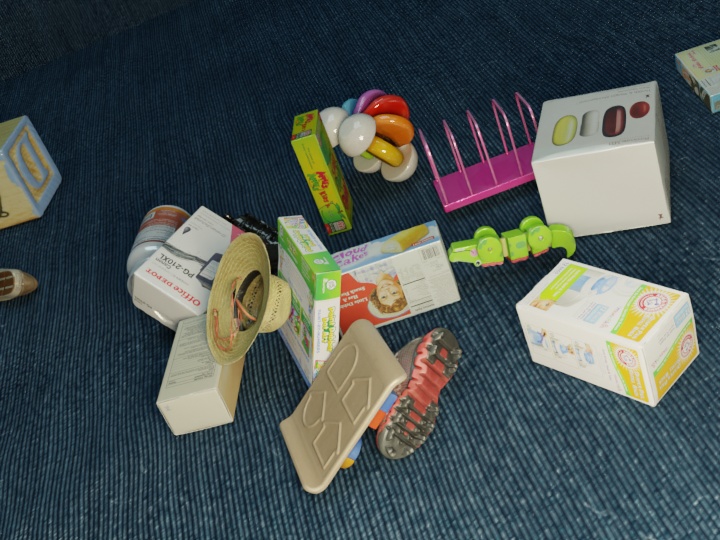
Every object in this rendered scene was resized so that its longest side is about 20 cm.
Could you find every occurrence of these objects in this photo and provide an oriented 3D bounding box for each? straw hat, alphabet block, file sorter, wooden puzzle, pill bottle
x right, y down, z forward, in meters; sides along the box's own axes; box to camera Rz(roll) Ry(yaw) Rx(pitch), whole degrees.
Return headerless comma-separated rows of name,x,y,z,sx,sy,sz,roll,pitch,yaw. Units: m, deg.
straw hat,-0.152,0.049,1.485,0.200,0.084,0.204,-24,60,51
alphabet block,-0.869,-0.226,2.367,0.198,0.197,0.197,-15,31,12
file sorter,0.213,-0.214,1.727,0.198,0.126,0.139,-21,23,5
wooden puzzle,-0.020,0.184,1.336,0.201,0.046,0.185,-52,26,8
pill bottle,-0.373,-0.026,1.845,0.111,0.113,0.201,-15,34,12

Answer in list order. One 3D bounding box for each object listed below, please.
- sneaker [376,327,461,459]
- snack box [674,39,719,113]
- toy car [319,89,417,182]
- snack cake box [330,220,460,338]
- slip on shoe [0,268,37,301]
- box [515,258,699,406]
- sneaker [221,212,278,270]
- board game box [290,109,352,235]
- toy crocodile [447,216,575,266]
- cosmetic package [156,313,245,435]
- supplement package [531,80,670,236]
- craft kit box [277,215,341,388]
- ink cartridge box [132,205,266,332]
sneaker,0.063,0.169,1.337,0.097,0.071,0.202,-13,40,47
snack box,0.650,-0.355,1.765,0.115,0.037,0.201,-17,33,8
toy car,0.022,-0.269,1.869,0.199,0.174,0.151,23,88,49
snack cake box,0.043,0.015,1.527,0.198,0.116,0.067,-18,31,6
slip on shoe,-0.752,0.028,2.053,0.198,0.077,0.060,-8,-6,36
box,0.320,0.076,1.280,0.112,0.102,0.199,-40,36,-25
sneaker,-0.190,-0.058,1.800,0.198,0.091,0.076,6,39,35
board game box,-0.067,-0.177,1.793,0.047,0.201,0.102,-15,33,10
toy crocodile,0.231,-0.038,1.512,0.197,0.062,0.068,-12,17,-1
cosmetic package,-0.242,0.154,1.539,0.104,0.072,0.201,-14,33,12
supplement package,0.385,-0.176,1.565,0.189,0.148,0.201,-8,34,22
craft kit box,-0.081,0.047,1.482,0.048,0.200,0.200,-9,29,-17
ink cartridge box,-0.279,0.005,1.711,0.144,0.085,0.200,31,51,11
